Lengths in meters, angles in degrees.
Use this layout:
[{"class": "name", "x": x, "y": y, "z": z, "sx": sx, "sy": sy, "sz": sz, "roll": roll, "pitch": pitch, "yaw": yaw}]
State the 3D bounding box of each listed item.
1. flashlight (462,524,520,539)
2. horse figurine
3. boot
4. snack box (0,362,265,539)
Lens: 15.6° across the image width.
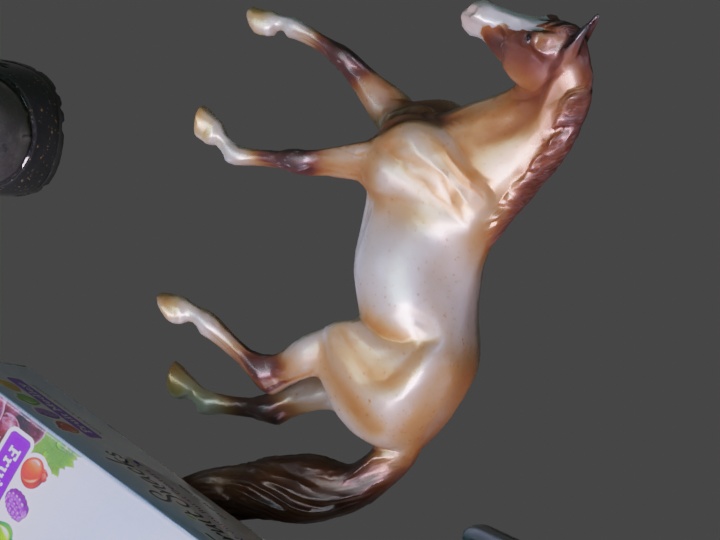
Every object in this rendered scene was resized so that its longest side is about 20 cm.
[{"class": "flashlight", "x": 0.108, "y": 0.148, "z": 0.816, "sx": 0.200, "sy": 0.068, "sz": 0.068, "roll": 23, "pitch": 120, "yaw": 22}, {"class": "horse figurine", "x": 0.000, "y": 0.000, "z": 0.869, "sx": 0.132, "sy": 0.050, "sz": 0.201, "roll": 16, "pitch": 96, "yaw": 21}, {"class": "boot", "x": -0.217, "y": -0.061, "z": 0.942, "sx": 0.199, "sy": 0.131, "sz": 0.068, "roll": 7, "pitch": 96, "yaw": 28}, {"class": "snack box", "x": -0.088, "y": 0.135, "z": 0.845, "sx": 0.200, "sy": 0.053, "sz": 0.142, "roll": 33, "pitch": 100, "yaw": 31}]
